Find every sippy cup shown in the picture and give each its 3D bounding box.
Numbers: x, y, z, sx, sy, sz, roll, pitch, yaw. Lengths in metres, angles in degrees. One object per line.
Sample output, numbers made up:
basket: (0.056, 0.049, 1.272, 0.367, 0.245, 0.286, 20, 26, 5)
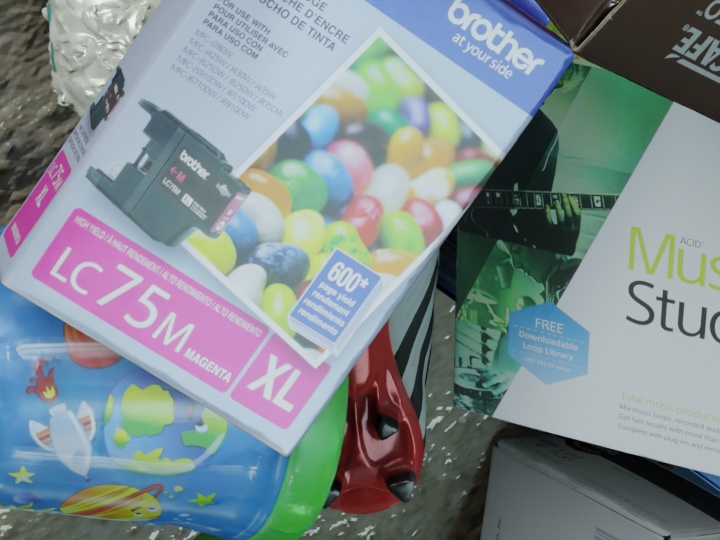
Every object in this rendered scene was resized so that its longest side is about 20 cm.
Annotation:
sippy cup: (-0.088, 0.035, 0.904, 0.130, 0.179, 0.140, 0, 169, -23)

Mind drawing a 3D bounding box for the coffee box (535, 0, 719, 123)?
coffee box: (0.072, -0.141, 0.761, 0.113, 0.200, 0.080, 20, 118, -47)

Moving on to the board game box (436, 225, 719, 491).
board game box: (0.134, -0.006, 0.970, 0.037, 0.200, 0.152, -36, 159, -55)

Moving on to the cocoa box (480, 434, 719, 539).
cocoa box: (0.137, 0.189, 1.178, 0.131, 0.133, 0.201, -3, 107, -35)

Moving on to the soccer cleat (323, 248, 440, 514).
soccer cleat: (0.000, 0.000, 0.981, 0.068, 0.085, 0.201, -2, 113, -3)

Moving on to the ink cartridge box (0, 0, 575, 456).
ink cartridge box: (-0.016, -0.051, 0.809, 0.119, 0.042, 0.201, 33, 97, -21)

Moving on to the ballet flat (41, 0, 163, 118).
ballet flat: (-0.018, -0.113, 0.842, 0.199, 0.072, 0.072, -26, 143, -13)

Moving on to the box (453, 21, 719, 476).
box: (0.107, -0.024, 0.928, 0.036, 0.144, 0.201, -41, 137, -54)
